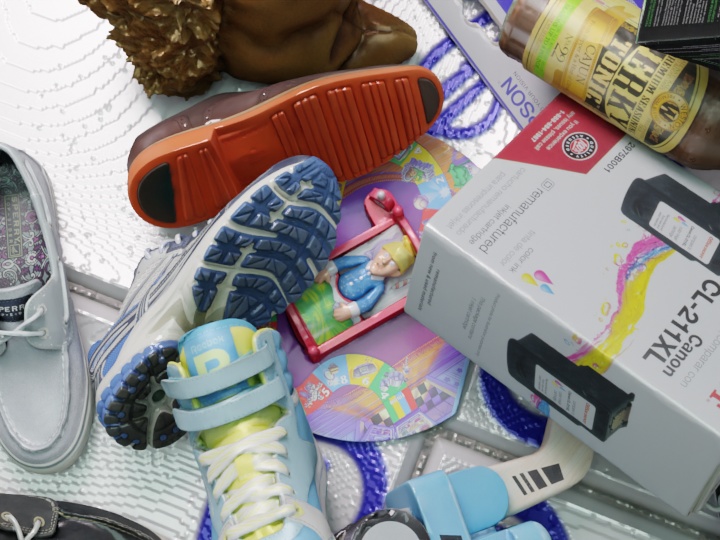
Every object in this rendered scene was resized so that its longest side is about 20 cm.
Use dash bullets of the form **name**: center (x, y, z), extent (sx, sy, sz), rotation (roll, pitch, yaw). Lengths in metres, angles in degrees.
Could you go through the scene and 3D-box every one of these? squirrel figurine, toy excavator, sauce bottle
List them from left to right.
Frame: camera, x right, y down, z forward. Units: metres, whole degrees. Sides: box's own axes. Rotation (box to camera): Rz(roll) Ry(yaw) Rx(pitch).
- **squirrel figurine**: center (-0.073, -0.183, 0.809), extent (0.198, 0.187, 0.143), rotation (-23, 79, -3)
- **toy excavator**: center (0.076, 0.141, 0.797), extent (0.198, 0.100, 0.196), rotation (-15, 77, -16)
- **sauce bottle**: center (0.173, -0.101, 0.778), extent (0.199, 0.065, 0.065), rotation (33, 81, 16)

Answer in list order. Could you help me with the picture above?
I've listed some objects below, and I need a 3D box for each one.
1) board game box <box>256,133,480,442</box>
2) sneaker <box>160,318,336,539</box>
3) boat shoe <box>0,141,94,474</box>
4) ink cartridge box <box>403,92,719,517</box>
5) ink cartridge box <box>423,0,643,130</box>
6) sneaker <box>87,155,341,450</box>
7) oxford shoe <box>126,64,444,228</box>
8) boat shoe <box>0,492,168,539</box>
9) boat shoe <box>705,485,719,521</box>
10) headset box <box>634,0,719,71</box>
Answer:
- **board game box**: center (0.000, 0.000, 0.843), extent (0.156, 0.039, 0.202), rotation (15, 79, 5)
- **sneaker**: center (-0.062, 0.103, 0.725), extent (0.079, 0.200, 0.132), rotation (-19, 114, -1)
- **boat shoe**: center (-0.207, 0.020, 0.830), extent (0.069, 0.072, 0.203), rotation (-11, 78, 0)
- **ink cartridge box**: center (0.148, 0.014, 0.776), extent (0.199, 0.083, 0.146), rotation (35, 56, 18)
- **ink cartridge box**: center (0.122, -0.208, 0.839), extent (0.200, 0.043, 0.199), rotation (-42, 81, 39)
- **sneaker**: center (-0.096, 0.004, 0.818), extent (0.200, 0.077, 0.085), rotation (-48, 42, 3)
- **oxford shoe**: center (-0.049, -0.092, 0.844), extent (0.198, 0.072, 0.073), rotation (-16, 38, -3)
- **boat shoe**: center (-0.205, 0.164, 0.805), extent (0.198, 0.068, 0.073), rotation (11, 77, 2)
- **boat shoe**: center (0.233, 0.139, 0.793), extent (0.073, 0.068, 0.202), rotation (4, 78, 2)
- **headset box**: center (0.264, -0.177, 0.718), extent (0.198, 0.093, 0.176), rotation (11, 92, -25)
